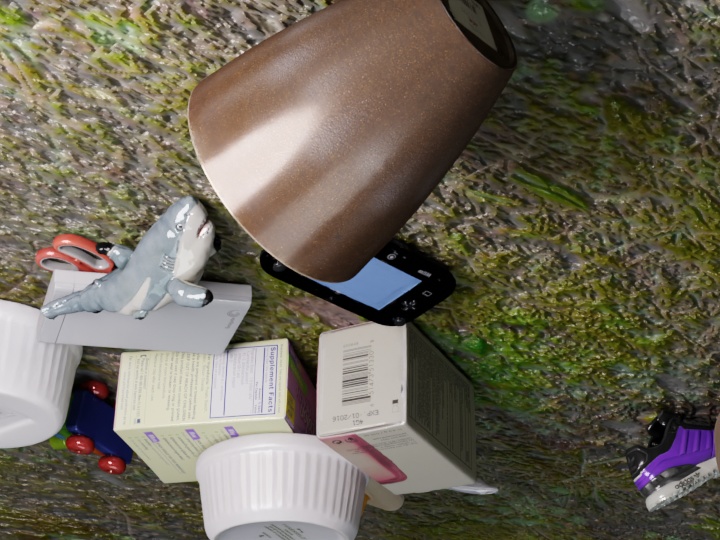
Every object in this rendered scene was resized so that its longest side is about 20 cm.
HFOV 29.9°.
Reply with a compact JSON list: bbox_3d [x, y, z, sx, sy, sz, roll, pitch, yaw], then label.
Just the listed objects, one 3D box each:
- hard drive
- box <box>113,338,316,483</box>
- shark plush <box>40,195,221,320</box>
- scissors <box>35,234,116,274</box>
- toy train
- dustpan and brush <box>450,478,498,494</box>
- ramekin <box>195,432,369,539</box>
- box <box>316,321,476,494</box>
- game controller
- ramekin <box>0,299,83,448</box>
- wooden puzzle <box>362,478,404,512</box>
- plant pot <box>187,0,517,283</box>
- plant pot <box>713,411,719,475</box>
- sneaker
[{"bbox_3d":[-0.225,0.045,1.391,0.198,0.027,0.132,5,151,-20],"label":"hard drive"},{"bbox_3d":[-0.158,0.165,1.554,0.198,0.097,0.176,-5,151,11],"label":"box"},{"bbox_3d":[-0.216,-0.006,1.281,0.199,0.091,0.083,-16,128,29],"label":"shark plush"},{"bbox_3d":[-0.241,0.013,1.365,0.073,0.014,0.199,-21,144,33],"label":"scissors"},{"bbox_3d":[-0.328,0.205,1.651,0.115,0.085,0.200,-1,153,25],"label":"toy train"},{"bbox_3d":[0.080,0.266,1.769,0.198,0.058,0.140,-1,151,2],"label":"dustpan and brush"},{"bbox_3d":[-0.089,0.264,1.534,0.200,0.095,0.203,0,151,0],"label":"ramekin"},{"bbox_3d":[0.043,0.154,1.500,0.108,0.129,0.200,-13,148,23],"label":"box"},{"bbox_3d":[0.000,0.000,1.312,0.199,0.042,0.104,25,143,-38],"label":"game controller"},{"bbox_3d":[-0.407,0.118,1.470,0.198,0.099,0.201,0,152,0],"label":"ramekin"},{"bbox_3d":[-0.060,0.263,1.730,0.198,0.047,0.186,10,155,23],"label":"wooden puzzle"},{"bbox_3d":[0.009,-0.124,0.978,0.200,0.188,0.186,-37,136,27],"label":"plant pot"},{"bbox_3d":[0.477,0.192,1.561,0.200,0.202,0.093,22,-175,-34],"label":"plant pot"},{"bbox_3d":[0.406,0.209,1.651,0.199,0.100,0.070,-22,157,-27],"label":"sneaker"}]
